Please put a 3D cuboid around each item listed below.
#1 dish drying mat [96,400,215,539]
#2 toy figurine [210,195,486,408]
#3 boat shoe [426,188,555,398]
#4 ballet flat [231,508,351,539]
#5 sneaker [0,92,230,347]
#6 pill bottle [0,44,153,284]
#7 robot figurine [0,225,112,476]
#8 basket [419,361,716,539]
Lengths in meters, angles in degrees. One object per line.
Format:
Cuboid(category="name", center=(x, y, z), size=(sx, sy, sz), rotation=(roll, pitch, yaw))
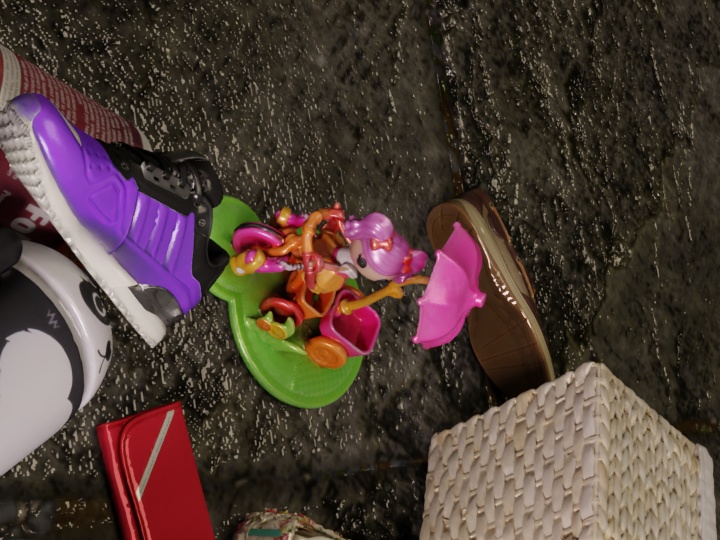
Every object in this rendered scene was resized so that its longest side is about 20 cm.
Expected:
Cuboid(category="dish drying mat", center=(-0.128, 0.195, 1.123), size=(0.077, 0.018, 0.201), rotation=(-14, 89, -51))
Cuboid(category="toy figurine", center=(0.000, 0.000, 1.202), size=(0.200, 0.184, 0.150), rotation=(45, 48, -29))
Cuboid(category="boat shoe", center=(0.129, 0.021, 1.432), size=(0.072, 0.072, 0.201), rotation=(-32, 97, -47))
Cuboid(category="ballet flat", center=(-0.013, 0.231, 1.208), size=(0.200, 0.064, 0.076), rotation=(29, 58, -41))
Cuboid(category="sneaker", center=(-0.139, -0.049, 0.975), size=(0.099, 0.070, 0.200), rotation=(-37, 137, -9))
Cuboid(category="pill bottle", center=(-0.206, -0.064, 1.041), size=(0.200, 0.114, 0.115), rotation=(31, 57, -39))
Cuboid(category="robot figurine", center=(-0.235, 0.064, 0.959), size=(0.125, 0.150, 0.200), rotation=(54, 43, -4))
Cuboid(category="basket", center=(0.161, 0.215, 1.291), size=(0.161, 0.198, 0.200), rotation=(41, 38, -28))
